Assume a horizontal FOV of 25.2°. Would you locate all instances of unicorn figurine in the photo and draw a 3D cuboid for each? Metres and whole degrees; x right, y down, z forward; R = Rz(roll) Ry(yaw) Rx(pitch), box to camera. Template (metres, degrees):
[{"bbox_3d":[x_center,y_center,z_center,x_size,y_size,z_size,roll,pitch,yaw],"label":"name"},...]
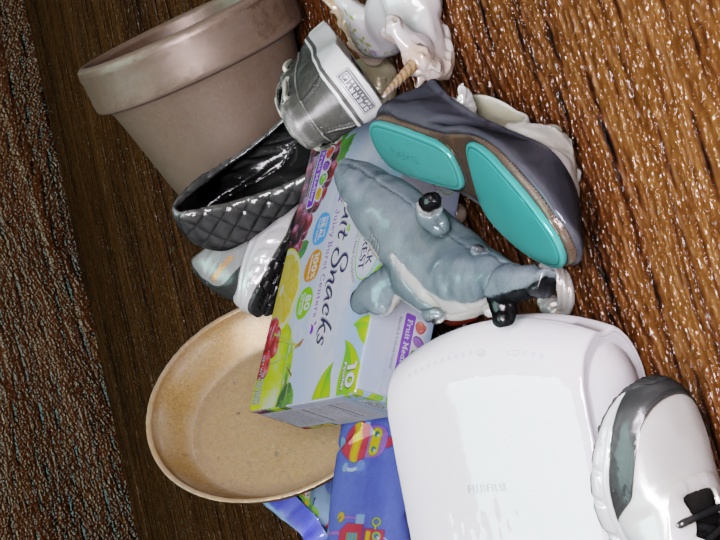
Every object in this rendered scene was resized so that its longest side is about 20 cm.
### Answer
[{"bbox_3d":[0.020,-0.183,1.088,0.200,0.074,0.138,178,72,-87],"label":"unicorn figurine"}]

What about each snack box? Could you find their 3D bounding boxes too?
[{"bbox_3d":[0.000,0.000,1.079,0.142,0.053,0.201,-16,57,56],"label":"snack box"}]

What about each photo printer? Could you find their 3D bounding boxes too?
[{"bbox_3d":[0.097,0.126,0.917,0.166,0.069,0.201,-12,88,46],"label":"photo printer"}]

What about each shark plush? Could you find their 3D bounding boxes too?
[{"bbox_3d":[0.040,-0.009,0.924,0.200,0.091,0.083,-132,20,-65],"label":"shark plush"}]

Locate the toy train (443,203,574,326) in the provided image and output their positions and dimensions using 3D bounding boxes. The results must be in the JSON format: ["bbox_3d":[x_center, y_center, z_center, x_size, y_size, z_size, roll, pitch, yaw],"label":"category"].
[{"bbox_3d":[0.075,0.039,1.045,0.200,0.055,0.151,-158,58,-71],"label":"toy train"}]

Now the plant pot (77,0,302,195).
[{"bbox_3d":[-0.117,-0.137,1.394,0.175,0.200,0.200,64,167,-14],"label":"plant pot"}]

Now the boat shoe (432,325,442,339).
[{"bbox_3d":[0.015,0.034,1.160,0.200,0.069,0.057,45,135,29],"label":"boat shoe"}]

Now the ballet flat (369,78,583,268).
[{"bbox_3d":[0.080,-0.066,0.928,0.200,0.073,0.073,36,134,51],"label":"ballet flat"}]

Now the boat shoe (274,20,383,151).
[{"bbox_3d":[-0.028,-0.120,1.076,0.071,0.064,0.200,54,-175,-8],"label":"boat shoe"}]

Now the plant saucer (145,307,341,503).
[{"bbox_3d":[-0.060,0.101,1.201,0.200,0.200,0.035,-120,7,-47],"label":"plant saucer"}]

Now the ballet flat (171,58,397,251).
[{"bbox_3d":[-0.052,-0.086,1.187,0.067,0.200,0.057,52,-174,30],"label":"ballet flat"}]

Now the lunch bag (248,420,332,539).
[{"bbox_3d":[-0.046,0.146,1.292,0.151,0.094,0.200,49,-167,-37],"label":"lunch bag"}]

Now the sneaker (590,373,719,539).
[{"bbox_3d":[0.172,0.148,0.800,0.080,0.074,0.201,-1,103,58],"label":"sneaker"}]

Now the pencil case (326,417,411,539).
[{"bbox_3d":[0.016,0.189,1.076,0.087,0.078,0.201,35,-121,-57],"label":"pencil case"}]

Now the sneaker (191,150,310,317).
[{"bbox_3d":[-0.063,-0.065,1.254,0.079,0.200,0.074,23,162,19],"label":"sneaker"}]
